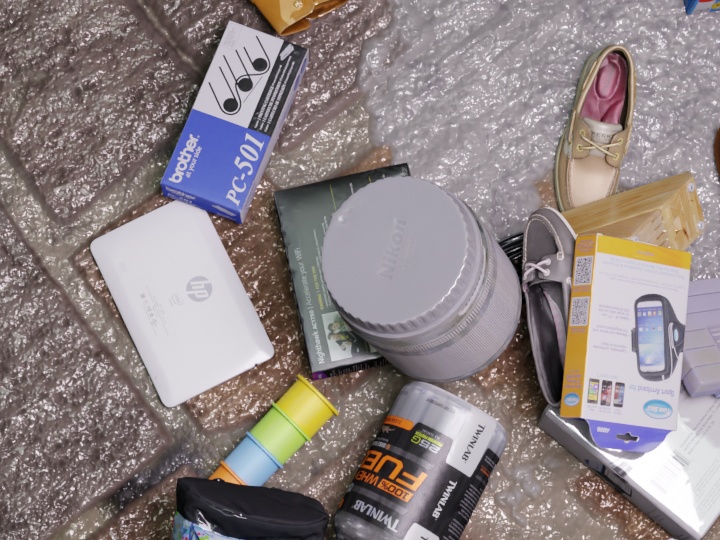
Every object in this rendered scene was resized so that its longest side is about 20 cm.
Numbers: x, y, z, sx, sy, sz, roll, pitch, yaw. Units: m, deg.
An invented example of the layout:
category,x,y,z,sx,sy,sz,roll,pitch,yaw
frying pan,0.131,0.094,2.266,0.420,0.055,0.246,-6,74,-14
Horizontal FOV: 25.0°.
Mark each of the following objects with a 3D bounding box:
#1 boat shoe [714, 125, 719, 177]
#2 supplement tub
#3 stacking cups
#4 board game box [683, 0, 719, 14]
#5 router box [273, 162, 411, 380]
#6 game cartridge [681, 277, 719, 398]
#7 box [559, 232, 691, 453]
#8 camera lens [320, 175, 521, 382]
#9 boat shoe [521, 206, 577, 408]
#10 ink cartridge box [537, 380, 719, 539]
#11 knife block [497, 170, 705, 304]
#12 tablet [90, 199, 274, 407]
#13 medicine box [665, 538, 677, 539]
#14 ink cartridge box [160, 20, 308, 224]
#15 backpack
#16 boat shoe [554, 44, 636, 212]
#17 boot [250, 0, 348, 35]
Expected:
category,x,y,z,sx,sy,sz,roll,pitch,yaw
boat shoe,0.424,-0.072,1.702,0.070,0.070,0.201,8,60,-13
supplement tub,0.053,0.223,1.616,0.122,0.123,0.201,27,77,5
stacking cups,-0.109,0.200,1.658,0.060,0.061,0.200,41,84,8
board game box,0.444,-0.397,1.804,0.194,0.056,0.202,-7,77,-3
router box,0.000,0.000,1.704,0.148,0.051,0.201,-12,78,-3
game cartridge,0.394,0.063,1.653,0.199,0.038,0.130,-6,58,-25
box,0.256,0.073,1.567,0.118,0.041,0.202,10,84,-28
camera lens,0.061,0.012,1.561,0.159,0.200,0.161,-6,70,17
boat shoe,0.191,0.038,1.589,0.057,0.067,0.202,-10,85,-41
ink cartridge box,0.303,0.158,1.654,0.200,0.086,0.147,39,79,10
knife block,0.241,-0.033,1.702,0.200,0.175,0.064,-39,121,-38
tablet,-0.189,0.030,1.715,0.129,0.014,0.201,-26,79,-7
medicine box,0.274,0.394,1.589,0.199,0.103,0.183,-34,79,-7
ink cartridge box,-0.133,-0.159,1.740,0.093,0.044,0.201,19,74,4
backpack,-0.121,0.323,1.580,0.162,0.154,0.201,15,104,-22
boat shoe,0.252,-0.147,1.733,0.073,0.066,0.202,9,81,0
boot,-0.121,-0.317,1.768,0.200,0.071,0.145,-22,75,-11
